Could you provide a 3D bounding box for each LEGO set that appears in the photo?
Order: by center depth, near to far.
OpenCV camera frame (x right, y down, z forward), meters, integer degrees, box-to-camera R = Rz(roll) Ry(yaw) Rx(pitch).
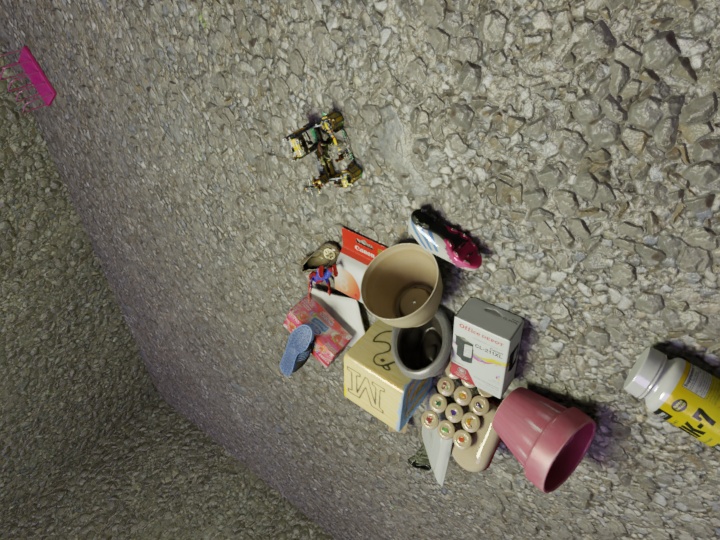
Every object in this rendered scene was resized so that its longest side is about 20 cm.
[{"bbox_3d":[-0.097,-0.268,1.222,0.152,0.116,0.203,11,129,39],"label":"LEGO set"}]

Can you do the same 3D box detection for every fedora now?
[{"bbox_3d":[0.171,0.192,1.325,0.175,0.202,0.090,-31,136,21],"label":"fedora"}]

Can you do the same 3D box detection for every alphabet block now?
[{"bbox_3d":[0.084,0.290,1.456,0.198,0.195,0.199,26,135,25],"label":"alphabet block"}]

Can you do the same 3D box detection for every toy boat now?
[{"bbox_3d":[0.330,0.443,1.395,0.130,0.130,0.203,28,100,42],"label":"toy boat"}]

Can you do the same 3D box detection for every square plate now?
[{"bbox_3d":[0.215,0.475,1.480,0.199,0.028,0.203,-107,19,-58],"label":"square plate"},{"bbox_3d":[-0.058,0.149,1.600,0.198,0.028,0.201,12,128,39],"label":"square plate"}]

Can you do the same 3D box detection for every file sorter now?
[{"bbox_3d":[-1.363,-0.766,2.080,0.138,0.125,0.202,-9,115,49],"label":"file sorter"}]

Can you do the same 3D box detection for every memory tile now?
[{"bbox_3d":[0.259,0.353,1.355,0.152,0.203,0.017,26,178,29],"label":"memory tile"}]

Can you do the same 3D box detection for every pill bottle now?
[{"bbox_3d":[0.604,0.234,0.943,0.198,0.114,0.115,32,140,22],"label":"pill bottle"}]

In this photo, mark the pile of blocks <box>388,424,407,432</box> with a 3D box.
[{"bbox_3d":[0.108,0.428,1.669,0.062,0.081,0.203,-106,0,-74],"label":"pile of blocks"}]

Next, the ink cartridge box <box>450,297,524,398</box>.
[{"bbox_3d":[0.299,0.186,1.235,0.144,0.083,0.203,23,136,31],"label":"ink cartridge box"}]

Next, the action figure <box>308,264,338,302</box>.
[{"bbox_3d":[-0.112,0.042,1.495,0.200,0.064,0.101,163,105,-75],"label":"action figure"}]

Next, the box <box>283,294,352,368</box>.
[{"bbox_3d":[-0.135,0.189,1.599,0.200,0.095,0.100,43,142,9],"label":"box"}]

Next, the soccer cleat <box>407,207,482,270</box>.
[{"bbox_3d":[0.188,-0.061,1.161,0.200,0.070,0.087,42,153,19],"label":"soccer cleat"}]

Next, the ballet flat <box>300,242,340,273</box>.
[{"bbox_3d":[-0.125,-0.030,1.511,0.199,0.046,0.068,-21,106,51],"label":"ballet flat"}]

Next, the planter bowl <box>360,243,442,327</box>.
[{"bbox_3d":[0.115,0.055,1.246,0.198,0.202,0.135,16,159,35],"label":"planter bowl"}]

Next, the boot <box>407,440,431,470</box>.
[{"bbox_3d":[0.241,0.563,1.574,0.068,0.130,0.199,54,143,-8],"label":"boot"}]

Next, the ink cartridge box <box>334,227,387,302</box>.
[{"bbox_3d":[0.000,0.000,1.410,0.161,0.050,0.202,27,140,27],"label":"ink cartridge box"}]

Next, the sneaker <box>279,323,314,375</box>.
[{"bbox_3d":[-0.179,0.228,1.550,0.070,0.078,0.201,40,121,15],"label":"sneaker"}]

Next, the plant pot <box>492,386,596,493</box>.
[{"bbox_3d":[0.419,0.379,1.207,0.178,0.198,0.203,36,144,42],"label":"plant pot"}]
